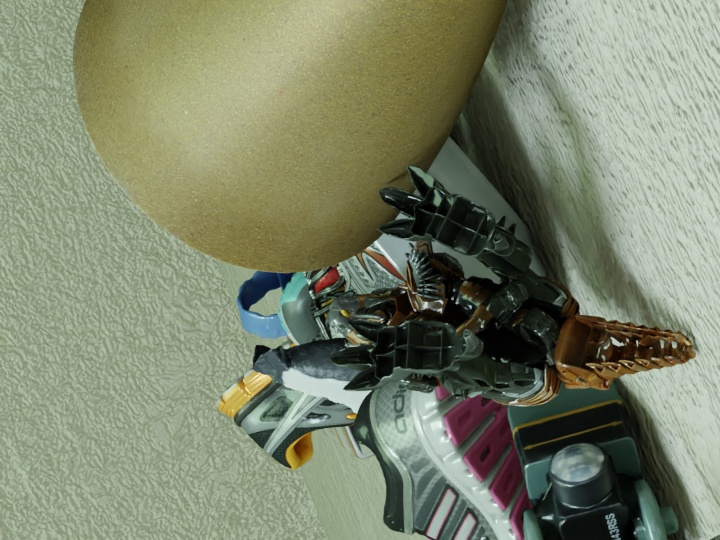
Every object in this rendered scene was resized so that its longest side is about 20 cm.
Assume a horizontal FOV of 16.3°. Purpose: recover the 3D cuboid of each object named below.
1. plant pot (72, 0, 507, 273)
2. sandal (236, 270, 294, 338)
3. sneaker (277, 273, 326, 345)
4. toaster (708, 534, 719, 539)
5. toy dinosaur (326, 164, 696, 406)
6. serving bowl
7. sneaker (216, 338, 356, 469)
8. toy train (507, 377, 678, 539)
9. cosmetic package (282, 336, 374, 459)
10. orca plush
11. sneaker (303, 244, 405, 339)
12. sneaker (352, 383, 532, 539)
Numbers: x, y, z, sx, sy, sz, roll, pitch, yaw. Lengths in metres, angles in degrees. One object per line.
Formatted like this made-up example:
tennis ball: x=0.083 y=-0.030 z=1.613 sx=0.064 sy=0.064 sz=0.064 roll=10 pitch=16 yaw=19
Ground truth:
plant pot: x=-0.010 y=-0.123 z=1.152 sx=0.200 sy=0.185 sz=0.187 roll=-41 pitch=68 yaw=53
sandal: x=-0.008 y=0.024 z=1.610 sx=0.199 sy=0.087 sz=0.079 roll=31 pitch=-177 yaw=-35
sneaker: x=0.035 y=0.056 z=1.548 sx=0.200 sy=0.078 sz=0.091 roll=33 pitch=-177 yaw=-36
toaster: x=0.143 y=0.185 z=1.066 sx=0.200 sy=0.128 sz=0.114 roll=-149 pitch=38 yaw=-78
toy dinosaur: x=0.063 y=0.021 z=1.175 sx=0.135 sy=0.199 sz=0.103 roll=31 pitch=-130 yaw=-47
serving bowl: x=0.039 y=-0.031 z=1.343 sx=0.200 sy=0.066 sz=0.200 roll=48 pitch=-177 yaw=-3
sneaker: x=-0.010 y=0.065 z=1.742 sx=0.077 sy=0.200 sz=0.078 roll=53 pitch=-145 yaw=1
toy train: x=0.127 y=0.151 z=1.300 sx=0.114 sy=0.085 sz=0.201 roll=-99 pitch=-8 yaw=-52
cosmetic package: x=0.004 y=0.071 z=1.892 sx=0.200 sy=0.087 sz=0.104 roll=-173 pitch=61 yaw=-82
orca plush: x=0.037 y=0.063 z=1.433 sx=0.106 sy=0.198 sz=0.071 roll=101 pitch=-177 yaw=-55
sneaker: x=0.000 y=0.000 z=1.468 sx=0.200 sy=0.082 sz=0.078 roll=41 pitch=152 yaw=-4
sneaker: x=0.061 y=0.129 z=1.381 sx=0.087 sy=0.074 sz=0.200 roll=-6 pitch=127 yaw=40
